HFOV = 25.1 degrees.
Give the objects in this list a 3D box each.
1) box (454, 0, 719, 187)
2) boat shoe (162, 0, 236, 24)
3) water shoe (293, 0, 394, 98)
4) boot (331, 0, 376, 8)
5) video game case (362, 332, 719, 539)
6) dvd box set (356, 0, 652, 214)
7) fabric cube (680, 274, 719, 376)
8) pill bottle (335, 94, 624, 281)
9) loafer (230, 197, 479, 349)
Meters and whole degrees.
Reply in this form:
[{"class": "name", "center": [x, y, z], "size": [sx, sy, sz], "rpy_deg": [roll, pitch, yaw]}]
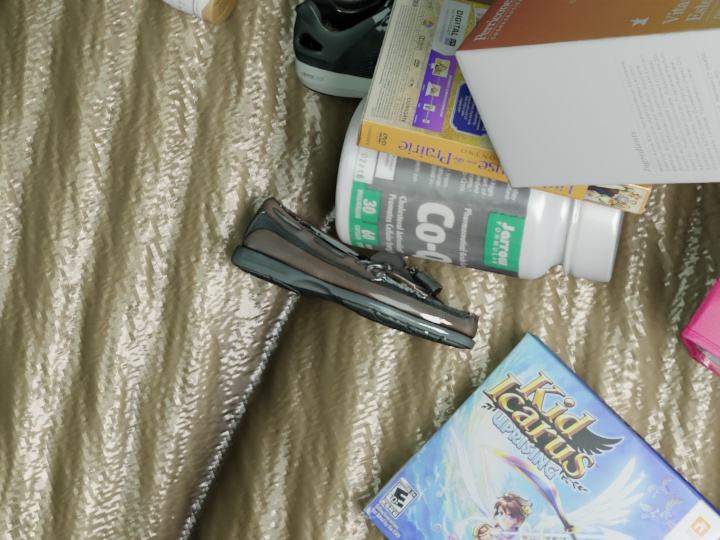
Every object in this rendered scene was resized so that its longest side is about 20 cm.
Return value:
[{"class": "box", "center": [0.187, -0.139, 0.997], "size": [0.199, 0.107, 0.152], "rpy_deg": [0, 41, 37]}, {"class": "boat shoe", "center": [-0.109, -0.297, 1.257], "size": [0.069, 0.071, 0.201], "rpy_deg": [20, 91, 13]}, {"class": "water shoe", "center": [0.043, -0.169, 1.196], "size": [0.199, 0.072, 0.079], "rpy_deg": [2, 117, 14]}, {"class": "boot", "center": [-0.018, -0.313, 1.192], "size": [0.079, 0.158, 0.213], "rpy_deg": [2, 85, 14]}, {"class": "video game case", "center": [0.133, 0.178, 1.167], "size": [0.200, 0.045, 0.181], "rpy_deg": [44, 94, 14]}, {"class": "dvd box set", "center": [0.108, -0.121, 1.116], "size": [0.199, 0.029, 0.147], "rpy_deg": [13, 50, 1]}, {"class": "fabric cube", "center": [0.347, 0.020, 1.052], "size": [0.196, 0.200, 0.200], "rpy_deg": [34, 92, 15]}, {"class": "pill bottle", "center": [0.089, -0.057, 1.162], "size": [0.199, 0.113, 0.114], "rpy_deg": [11, 87, 11]}, {"class": "loafer", "center": [0.000, 0.000, 1.205], "size": [0.199, 0.072, 0.063], "rpy_deg": [19, 84, 16]}]
